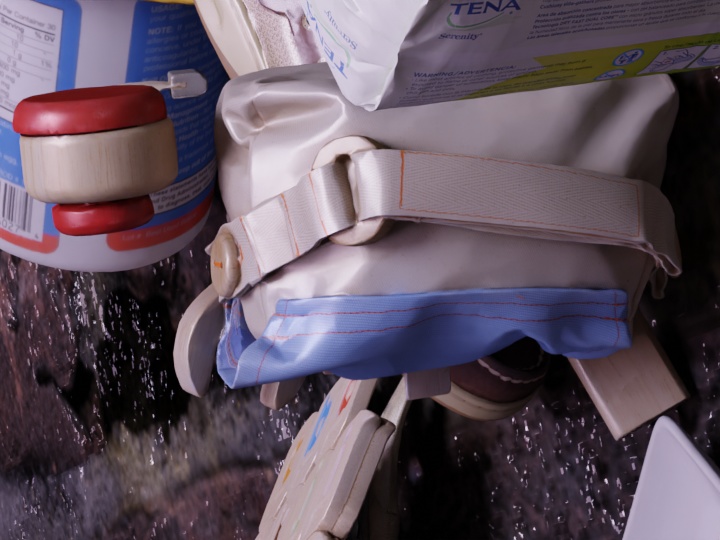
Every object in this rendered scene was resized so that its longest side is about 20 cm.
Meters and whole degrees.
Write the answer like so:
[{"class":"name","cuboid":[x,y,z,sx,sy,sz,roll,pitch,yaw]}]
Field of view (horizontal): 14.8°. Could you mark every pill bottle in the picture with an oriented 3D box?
[{"class":"pill bottle","cuboid":[-0.103,-0.110,1.100,0.112,0.112,0.201,52,141,45]}]

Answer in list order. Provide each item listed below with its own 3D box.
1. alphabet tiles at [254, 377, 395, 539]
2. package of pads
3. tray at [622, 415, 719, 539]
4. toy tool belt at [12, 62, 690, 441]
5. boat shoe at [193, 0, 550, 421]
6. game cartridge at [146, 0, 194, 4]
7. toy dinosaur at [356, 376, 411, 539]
[{"class":"alphabet tiles","cuboid":[-0.036,0.127,1.022,0.200,0.015,0.196,126,168,-61]},{"class":"package of pads","cuboid":[0.035,-0.143,0.755,0.201,0.154,0.068,67,151,26]},{"class":"tray","cuboid":[0.133,0.142,0.802,0.200,0.022,0.108,54,143,43]},{"class":"toy tool belt","cuboid":[0.000,0.000,0.833,0.125,0.199,0.124,-133,38,-78]},{"class":"boat shoe","cuboid":[0.014,-0.048,0.918,0.072,0.072,0.201,-34,78,39]},{"class":"game cartridge","cuboid":[-0.072,-0.195,0.975,0.175,0.032,0.201,5,109,19]},{"class":"toy dinosaur","cuboid":[0.012,0.126,1.021,0.088,0.047,0.201,-122,36,-50]}]
